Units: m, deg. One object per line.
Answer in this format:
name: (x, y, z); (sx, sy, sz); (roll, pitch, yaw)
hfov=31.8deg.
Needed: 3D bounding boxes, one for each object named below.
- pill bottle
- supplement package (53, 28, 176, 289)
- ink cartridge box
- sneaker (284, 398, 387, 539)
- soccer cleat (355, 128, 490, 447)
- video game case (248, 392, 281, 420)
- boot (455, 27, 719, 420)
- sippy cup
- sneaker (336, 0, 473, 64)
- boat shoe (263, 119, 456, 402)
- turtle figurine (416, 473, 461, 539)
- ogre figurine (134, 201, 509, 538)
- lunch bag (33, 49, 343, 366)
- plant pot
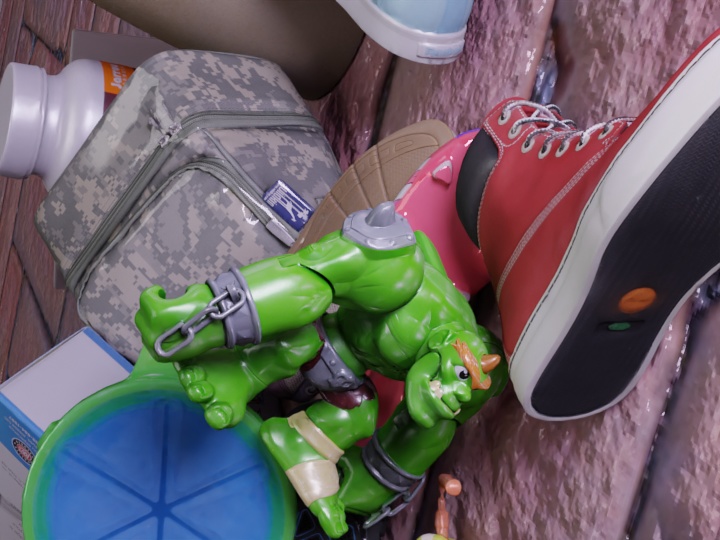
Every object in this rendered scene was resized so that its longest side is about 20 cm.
pill bottle: (-0.177, -0.100, 0.978); (0.113, 0.200, 0.113); (-31, 55, 59)
supplement package: (-0.202, -0.091, 1.109); (0.121, 0.120, 0.200); (127, 144, -67)
ink cartridge box: (-0.175, 0.158, 0.857); (0.145, 0.084, 0.200); (38, 140, 13)
sneaker: (-0.029, 0.154, 0.718); (0.200, 0.082, 0.073); (-104, 31, -42)
soccer cleat: (0.029, 0.014, 0.665); (0.076, 0.067, 0.200); (-93, 22, -71)
video game case: (-0.120, 0.125, 0.973); (0.200, 0.045, 0.181); (-58, 35, 41)
boot: (0.098, -0.053, 0.516); (0.200, 0.072, 0.144); (118, 147, -43)
sippy cup: (-0.101, 0.115, 0.681); (0.178, 0.140, 0.130); (-50, 5, 2)
sneaker: (0.005, -0.203, 0.737); (0.200, 0.074, 0.082); (45, 131, 33)
boat shoe: (0.000, 0.000, 0.726); (0.200, 0.065, 0.072); (-50, 34, 20)
turtle figurine: (0.002, 0.191, 0.579); (0.200, 0.064, 0.161); (-51, -36, -67)
ogre figurine: (-0.003, 0.041, 0.574); (0.120, 0.200, 0.098); (-37, 27, 5)
lunch bag: (-0.102, -0.026, 0.842); (0.200, 0.139, 0.168); (-45, 67, 31)
plant pot: (-0.110, -0.230, 0.876); (0.187, 0.200, 0.188); (-171, 90, -66)
